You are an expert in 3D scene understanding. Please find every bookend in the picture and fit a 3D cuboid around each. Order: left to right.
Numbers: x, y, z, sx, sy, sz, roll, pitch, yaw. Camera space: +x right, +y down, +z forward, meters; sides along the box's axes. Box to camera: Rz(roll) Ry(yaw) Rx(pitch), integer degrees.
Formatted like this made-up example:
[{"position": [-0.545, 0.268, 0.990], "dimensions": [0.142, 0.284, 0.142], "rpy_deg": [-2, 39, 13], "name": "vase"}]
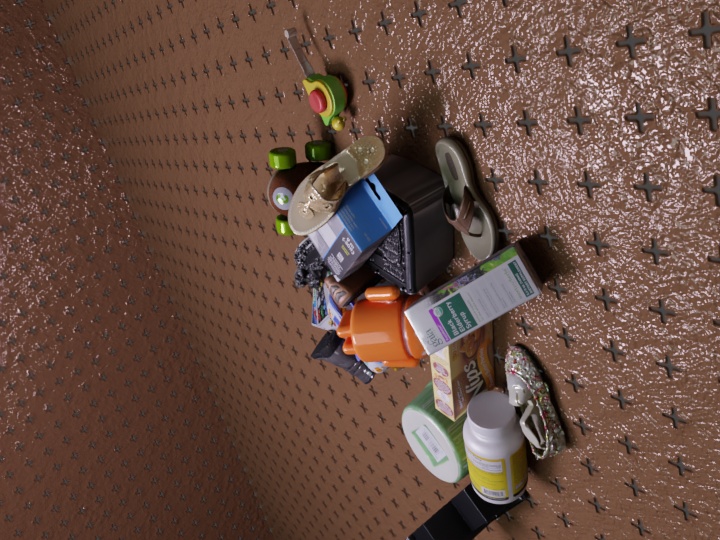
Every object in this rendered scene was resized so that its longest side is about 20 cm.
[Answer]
[{"position": [0.214, 0.509, 1.320], "dimensions": [0.093, 0.196, 0.202], "rpy_deg": [50, 149, 20], "name": "bookend"}]

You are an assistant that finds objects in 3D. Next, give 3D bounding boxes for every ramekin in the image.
[{"position": [0.175, 0.336, 1.332], "dimensions": [0.199, 0.097, 0.203], "rpy_deg": [40, 146, 34], "name": "ramekin"}]

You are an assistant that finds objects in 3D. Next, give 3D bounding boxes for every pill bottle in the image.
[{"position": [0.246, 0.320, 1.171], "dimensions": [0.112, 0.112, 0.203], "rpy_deg": [29, 144, 43], "name": "pill bottle"}]

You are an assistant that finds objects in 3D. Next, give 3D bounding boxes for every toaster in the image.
[{"position": [0.060, -0.092, 1.113], "dimensions": [0.180, 0.117, 0.204], "rpy_deg": [32, 141, 41], "name": "toaster"}]

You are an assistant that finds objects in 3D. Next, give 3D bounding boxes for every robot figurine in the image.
[{"position": [0.057, 0.103, 1.159], "dimensions": [0.195, 0.116, 0.148], "rpy_deg": [-7, 82, 21], "name": "robot figurine"}]

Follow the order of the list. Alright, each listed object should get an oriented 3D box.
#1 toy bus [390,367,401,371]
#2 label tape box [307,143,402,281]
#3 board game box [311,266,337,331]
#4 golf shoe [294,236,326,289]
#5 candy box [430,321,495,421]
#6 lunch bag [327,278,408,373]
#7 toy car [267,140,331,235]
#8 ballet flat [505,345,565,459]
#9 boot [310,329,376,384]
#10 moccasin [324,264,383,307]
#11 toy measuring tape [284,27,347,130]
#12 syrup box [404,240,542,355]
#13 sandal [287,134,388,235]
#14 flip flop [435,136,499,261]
[{"position": [0.028, 0.132, 1.393], "dimensions": [0.201, 0.077, 0.066], "rpy_deg": [-125, 24, -43], "name": "toy bus"}, {"position": [-0.026, -0.090, 1.068], "dimensions": [0.146, 0.063, 0.200], "rpy_deg": [56, 152, 9], "name": "label tape box"}, {"position": [-0.062, 0.029, 1.425], "dimensions": [0.125, 0.034, 0.206], "rpy_deg": [8, 96, 57], "name": "board game box"}, {"position": [-0.102, -0.042, 1.361], "dimensions": [0.201, 0.076, 0.097], "rpy_deg": [120, 161, -59], "name": "golf shoe"}, {"position": [0.181, 0.153, 1.139], "dimensions": [0.055, 0.114, 0.204], "rpy_deg": [29, 138, 44], "name": "candy box"}, {"position": [0.032, 0.098, 1.288], "dimensions": [0.201, 0.158, 0.076], "rpy_deg": [50, 152, 19], "name": "lunch bag"}, {"position": [-0.076, -0.142, 1.238], "dimensions": [0.199, 0.155, 0.168], "rpy_deg": [32, 132, 51], "name": "toy car"}, {"position": [0.288, 0.228, 1.085], "dimensions": [0.075, 0.063, 0.203], "rpy_deg": [-18, 99, 62], "name": "ballet flat"}, {"position": [-0.032, 0.193, 1.366], "dimensions": [0.131, 0.070, 0.200], "rpy_deg": [37, 170, -6], "name": "boot"}, {"position": [-0.001, 0.001, 1.221], "dimensions": [0.078, 0.200, 0.074], "rpy_deg": [48, 132, 7], "name": "moccasin"}, {"position": [-0.073, -0.350, 1.156], "dimensions": [0.073, 0.073, 0.204], "rpy_deg": [-12, 105, 60], "name": "toy measuring tape"}, {"position": [0.171, 0.042, 0.979], "dimensions": [0.198, 0.081, 0.080], "rpy_deg": [-32, 88, 19], "name": "syrup box"}, {"position": [-0.051, -0.134, 0.988], "dimensions": [0.210, 0.069, 0.078], "rpy_deg": [-39, 81, 20], "name": "sandal"}, {"position": [0.156, -0.107, 1.005], "dimensions": [0.080, 0.057, 0.204], "rpy_deg": [0, 115, 58], "name": "flip flop"}]
